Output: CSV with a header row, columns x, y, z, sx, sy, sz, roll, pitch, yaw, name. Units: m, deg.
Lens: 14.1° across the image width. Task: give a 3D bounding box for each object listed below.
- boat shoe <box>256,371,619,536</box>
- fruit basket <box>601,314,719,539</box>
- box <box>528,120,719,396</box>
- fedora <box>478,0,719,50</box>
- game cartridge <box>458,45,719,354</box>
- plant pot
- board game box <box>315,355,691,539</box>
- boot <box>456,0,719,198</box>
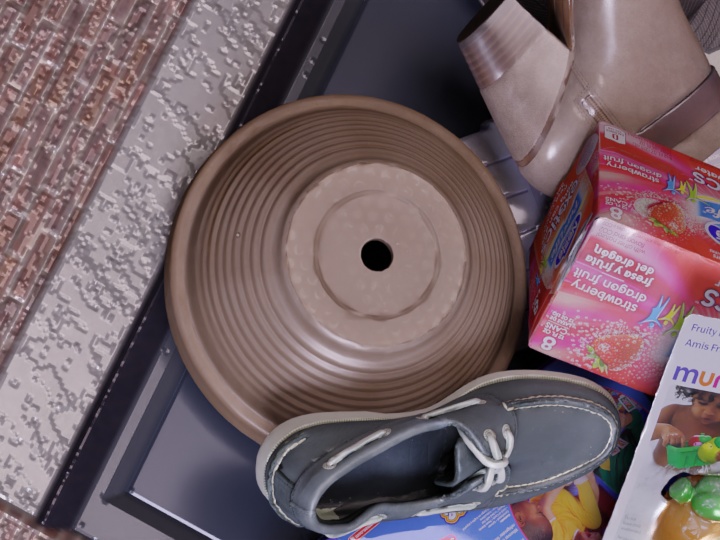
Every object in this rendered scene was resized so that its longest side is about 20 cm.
x,y,z,sx,sy,sz,roll,pitch,yaw,name
0.049,0.101,1.496,0.199,0.062,0.073,-7,111,-19,boat shoe
0.224,0.129,1.509,0.184,0.201,0.094,12,30,-13,fruit basket
0.195,0.014,1.551,0.199,0.096,0.100,21,32,-10,box
0.148,-0.200,1.660,0.200,0.090,0.177,43,67,-6,fedora
0.153,-0.045,1.638,0.199,0.038,0.130,-19,80,-11,game cartridge
0.000,0.000,1.540,0.200,0.093,0.202,2,81,-13,plant pot
0.090,0.143,1.578,0.200,0.045,0.135,-36,91,-24,board game box
0.154,-0.128,1.586,0.200,0.070,0.146,-44,105,7,boot
